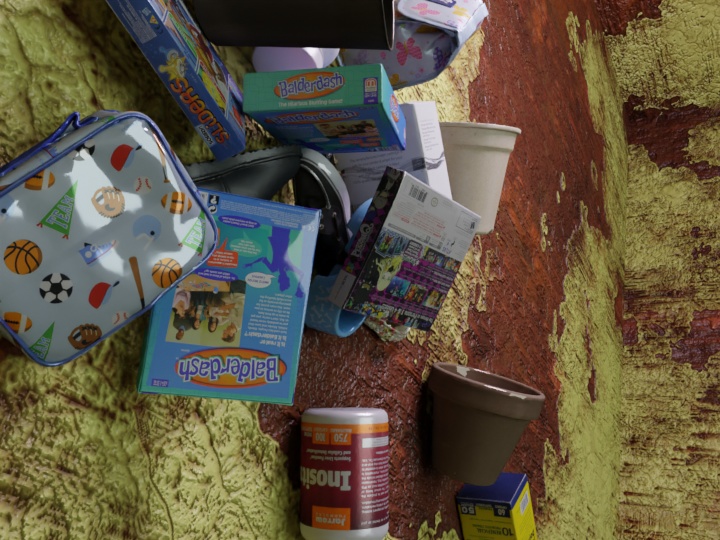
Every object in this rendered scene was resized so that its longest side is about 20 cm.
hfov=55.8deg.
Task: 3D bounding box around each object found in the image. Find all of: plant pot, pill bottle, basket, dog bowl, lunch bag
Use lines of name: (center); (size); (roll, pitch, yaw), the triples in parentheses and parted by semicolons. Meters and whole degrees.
plant pot: (0.200, 0.269, 1.179); (0.200, 0.200, 0.175); (12, 93, -58)
pill bottle: (-0.070, -0.330, 0.872); (0.112, 0.112, 0.200); (47, 47, -45)
basket: (-0.070, -0.310, 0.732); (0.136, 0.200, 0.181); (68, 19, -64)
pill bottle: (-0.020, 0.276, 0.857); (0.113, 0.113, 0.200); (14, 73, -57)
dog bowl: (0.000, 0.000, 0.909); (0.200, 0.050, 0.111); (-60, 154, -5)
lunch bag: (-0.223, -0.034, 0.549); (0.200, 0.076, 0.160); (-42, 122, -23)
lunch bag: (0.083, -0.363, 1.045); (0.170, 0.200, 0.127); (-57, 133, -45)
plant pot: (0.174, -0.158, 1.196); (0.200, 0.200, 0.184); (-8, 103, -59)

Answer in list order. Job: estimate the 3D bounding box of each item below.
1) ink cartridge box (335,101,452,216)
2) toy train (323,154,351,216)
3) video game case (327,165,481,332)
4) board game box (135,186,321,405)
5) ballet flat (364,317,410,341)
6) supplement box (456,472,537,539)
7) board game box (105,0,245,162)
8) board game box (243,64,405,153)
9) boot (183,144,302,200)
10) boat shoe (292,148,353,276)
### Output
ink cartridge box: (0.049, -0.137, 1.005); (0.084, 0.145, 0.200); (-28, 109, -57)
toy train: (-0.037, -0.117, 0.968); (0.046, 0.034, 0.200); (-39, 119, -58)
video game case: (0.065, -0.019, 0.886); (0.200, 0.036, 0.182); (18, 97, -51)
board game box: (-0.129, 0.026, 0.674); (0.152, 0.045, 0.200); (10, 87, -21)
ballet flat: (0.042, 0.064, 1.042); (0.200, 0.064, 0.076); (31, 58, -54)
supplement box: (0.266, 0.501, 1.298); (0.109, 0.109, 0.200); (-27, 108, -57)
board game box: (-0.182, -0.225, 0.687); (0.200, 0.034, 0.135); (59, 11, -35)
board game box: (-0.033, -0.184, 0.806); (0.200, 0.152, 0.045); (20, 70, -79)
boot: (-0.124, -0.047, 0.767); (0.200, 0.076, 0.168); (-27, 105, -50)
boat shoe: (-0.055, -0.063, 0.888); (0.066, 0.070, 0.200); (-59, 151, -36)
